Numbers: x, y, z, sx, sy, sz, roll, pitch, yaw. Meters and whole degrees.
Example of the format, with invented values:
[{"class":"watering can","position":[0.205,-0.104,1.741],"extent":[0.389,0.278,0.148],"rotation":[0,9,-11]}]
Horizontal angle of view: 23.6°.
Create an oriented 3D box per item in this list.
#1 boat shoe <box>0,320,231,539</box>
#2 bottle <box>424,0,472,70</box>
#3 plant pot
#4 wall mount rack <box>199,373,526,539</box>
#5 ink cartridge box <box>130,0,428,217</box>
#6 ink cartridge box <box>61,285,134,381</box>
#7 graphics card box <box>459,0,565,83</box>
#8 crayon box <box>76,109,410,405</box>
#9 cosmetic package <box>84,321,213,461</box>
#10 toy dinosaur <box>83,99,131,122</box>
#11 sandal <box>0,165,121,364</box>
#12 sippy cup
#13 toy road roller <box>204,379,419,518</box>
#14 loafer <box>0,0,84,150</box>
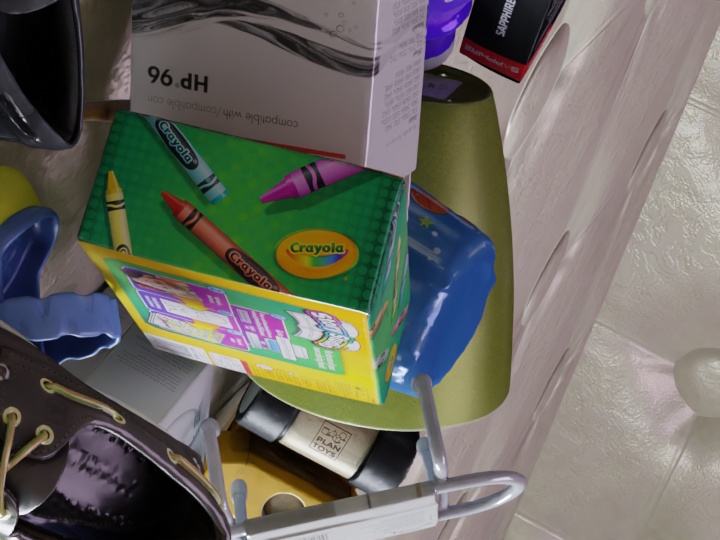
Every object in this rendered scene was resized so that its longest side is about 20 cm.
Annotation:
[{"class":"boat shoe","position":[-0.127,0.068,0.662],"extent":[0.201,0.061,0.072],"rotation":[30,92,-45]},{"class":"bottle","position":[0.036,-0.191,1.014],"extent":[0.065,0.084,0.200],"rotation":[-25,155,-12]},{"class":"plant pot","position":[0.023,-0.029,1.119],"extent":[0.187,0.186,0.201],"rotation":[-39,142,-60]},{"class":"wall mount rack","position":[-0.014,0.116,0.943],"extent":[0.174,0.199,0.075],"rotation":[83,-5,-69]},{"class":"ink cartridge box","position":[-0.035,-0.099,0.748],"extent":[0.068,0.115,0.201],"rotation":[-39,137,-61]},{"class":"ink cartridge box","position":[-0.126,0.047,0.950],"extent":[0.200,0.039,0.100],"rotation":[-48,159,-45]},{"class":"graphics card box","position":[0.120,-0.220,1.046],"extent":[0.126,0.051,0.200],"rotation":[-61,174,-26]},{"class":"crayon box","position":[-0.042,0.001,0.750],"extent":[0.200,0.118,0.059],"rotation":[83,22,-75]},{"class":"cosmetic package","position":[-0.140,0.142,0.895],"extent":[0.151,0.052,0.200],"rotation":[-50,162,-36]},{"class":"toy dinosaur","position":[-0.088,-0.051,0.840],"extent":[0.200,0.060,0.107],"rotation":[77,32,-57]},{"class":"sandal","position":[-0.167,0.060,0.717],"extent":[0.201,0.087,0.079],"rotation":[-62,169,1]},{"class":"sippy cup","position":[0.000,0.000,0.954],"extent":[0.178,0.130,0.140],"rotation":[-19,133,-64]},{"class":"toy road roller","position":[-0.050,0.138,1.228],"extent":[0.200,0.123,0.146],"rotation":[-58,-169,15]},{"class":"loafer","position":[-0.121,-0.119,0.584],"extent":[0.068,0.070,0.201],"rotation":[-54,164,-35]}]
